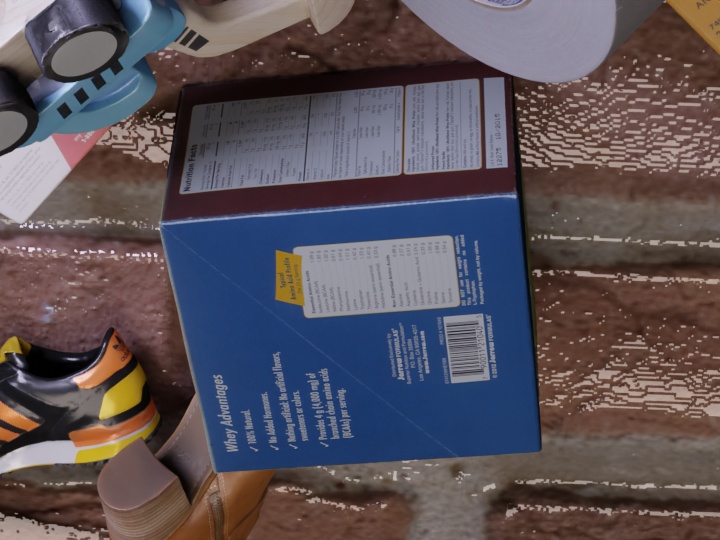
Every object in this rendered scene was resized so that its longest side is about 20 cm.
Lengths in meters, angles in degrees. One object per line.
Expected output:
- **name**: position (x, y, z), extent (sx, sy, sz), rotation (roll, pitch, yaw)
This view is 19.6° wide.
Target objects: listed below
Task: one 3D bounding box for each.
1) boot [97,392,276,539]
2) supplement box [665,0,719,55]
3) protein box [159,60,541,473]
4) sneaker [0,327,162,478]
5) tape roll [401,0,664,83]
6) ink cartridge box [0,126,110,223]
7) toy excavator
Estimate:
- **boot**: position (-0.075, 0.136, 1.384), extent (0.200, 0.077, 0.155), rotation (-37, 151, -13)
- **supplement box**: position (0.178, -0.184, 1.124), extent (0.200, 0.069, 0.067), rotation (40, 118, -23)
- **protein box**: position (0.000, 0.000, 1.236), extent (0.200, 0.135, 0.199), rotation (-4, 129, 6)
- **sneaker**: position (-0.234, 0.086, 1.369), extent (0.200, 0.070, 0.090), rotation (-10, 113, 11)
- **tape roll**: position (0.069, -0.192, 1.048), extent (0.200, 0.066, 0.200), rotation (37, 157, 19)
- **ink cartridge box**: position (-0.242, -0.128, 1.189), extent (0.200, 0.068, 0.116), rotation (33, 123, -23)
- **toy excavator**: position (-0.121, -0.134, 1.119), extent (0.194, 0.100, 0.200), rotation (-37, 155, 16)
